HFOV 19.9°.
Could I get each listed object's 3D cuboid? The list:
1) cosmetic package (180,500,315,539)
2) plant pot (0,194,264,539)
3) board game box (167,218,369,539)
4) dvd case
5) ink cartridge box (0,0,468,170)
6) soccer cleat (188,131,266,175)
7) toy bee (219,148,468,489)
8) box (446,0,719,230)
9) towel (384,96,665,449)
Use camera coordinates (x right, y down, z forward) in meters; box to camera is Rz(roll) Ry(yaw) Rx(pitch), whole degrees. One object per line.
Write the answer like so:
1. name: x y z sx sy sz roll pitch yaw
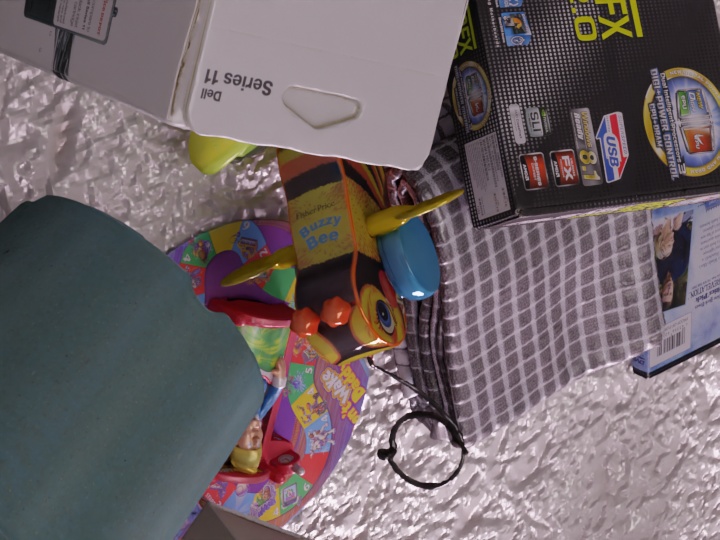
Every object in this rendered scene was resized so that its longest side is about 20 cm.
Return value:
1. cosmetic package: -0.086 0.235 1.088 0.103 0.087 0.200 29 100 -44
2. plant pot: -0.158 0.084 0.926 0.196 0.200 0.201 -52 134 -24
3. board game box: -0.057 0.072 1.103 0.158 0.039 0.200 -43 131 -20
4. dvd case: 0.229 -0.043 1.330 0.142 0.018 0.201 -22 121 -35
5. ink cartridge box: -0.073 -0.115 0.897 0.146 0.200 0.083 7 103 -44
6. soccer cleat: -0.036 -0.141 1.032 0.084 0.065 0.201 35 87 -15
7. toy bee: 0.000 0.000 1.024 0.131 0.200 0.109 -41 161 15
8. box: 0.118 -0.129 1.099 0.160 0.044 0.201 -7 84 -31
9. towel: 0.089 -0.010 1.171 0.165 0.085 0.201 -31 126 -28
